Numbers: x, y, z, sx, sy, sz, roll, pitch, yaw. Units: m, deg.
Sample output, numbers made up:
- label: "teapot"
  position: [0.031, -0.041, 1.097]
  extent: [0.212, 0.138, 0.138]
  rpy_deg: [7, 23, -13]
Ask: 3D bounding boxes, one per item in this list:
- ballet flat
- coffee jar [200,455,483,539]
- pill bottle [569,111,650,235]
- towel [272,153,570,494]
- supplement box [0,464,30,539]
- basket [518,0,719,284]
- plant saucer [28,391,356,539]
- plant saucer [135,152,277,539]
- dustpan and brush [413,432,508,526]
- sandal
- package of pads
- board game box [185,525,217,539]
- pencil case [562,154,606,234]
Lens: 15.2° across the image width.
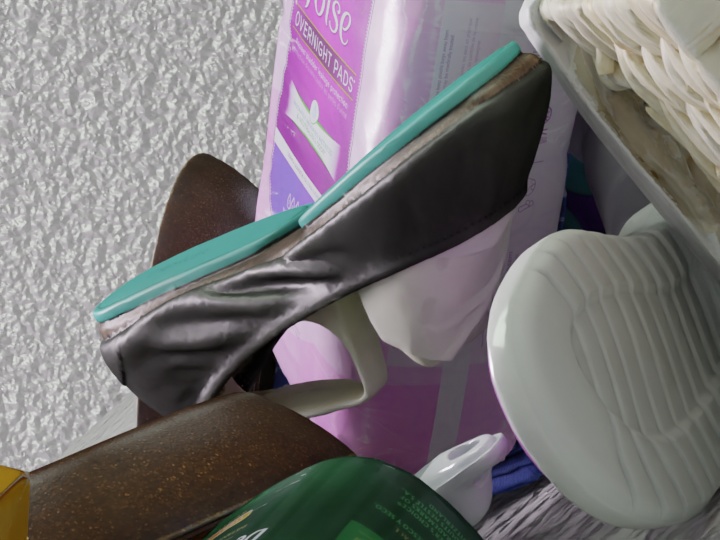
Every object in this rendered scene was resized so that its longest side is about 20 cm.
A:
- label: "ballet flat"
  position: [0.000, 0.000, 0.800]
  extent: [0.200, 0.069, 0.068]
  rpy_deg: [-30, 7, 45]
- label: "coffee jar"
  position: [-0.038, 0.129, 0.619]
  extent: [0.104, 0.085, 0.200]
  rpy_deg: [-38, 5, 32]
- label: "pill bottle"
  position: [0.106, -0.102, 0.913]
  extent: [0.114, 0.114, 0.201]
  rpy_deg: [-38, 46, 29]
- label: "towel"
  position: [0.023, 0.006, 0.995]
  extent: [0.144, 0.024, 0.201]
  rpy_deg: [-26, 44, 39]
- label: "supplement box"
  position: [-0.178, 0.155, 0.597]
  extent: [0.197, 0.132, 0.201]
  rpy_deg: [-48, -32, -61]
- label: "basket"
  position: [0.163, -0.084, 0.716]
  extent: [0.200, 0.136, 0.123]
  rpy_deg: [-41, 6, -5]
- label: "plant saucer"
  position: [-0.098, 0.080, 0.774]
  extent: [0.199, 0.035, 0.200]
  rpy_deg: [-23, -4, -2]
- label: "plant saucer"
  position: [-0.048, 0.055, 1.036]
  extent: [0.032, 0.201, 0.200]
  rpy_deg: [0, 14, 10]
- label: "dustpan and brush"
  position: [-0.003, 0.100, 0.768]
  extent: [0.140, 0.057, 0.200]
  rpy_deg: [-44, 6, -41]
- label: "sandal"
  position: [0.069, 0.030, 0.746]
  extent: [0.050, 0.083, 0.203]
  rpy_deg: [-26, -3, 24]
- label: "package of pads"
  position: [0.017, -0.044, 0.881]
  extent: [0.075, 0.201, 0.121]
  rpy_deg: [-3, 29, -22]
- label: "board game box"
  position: [-0.070, 0.117, 0.874]
  extent: [0.199, 0.030, 0.096]
  rpy_deg: [-21, -18, -9]
- label: "pencil case"
  position: [0.096, -0.031, 1.029]
  extent: [0.200, 0.093, 0.085]
  rpy_deg: [-38, 5, 18]
